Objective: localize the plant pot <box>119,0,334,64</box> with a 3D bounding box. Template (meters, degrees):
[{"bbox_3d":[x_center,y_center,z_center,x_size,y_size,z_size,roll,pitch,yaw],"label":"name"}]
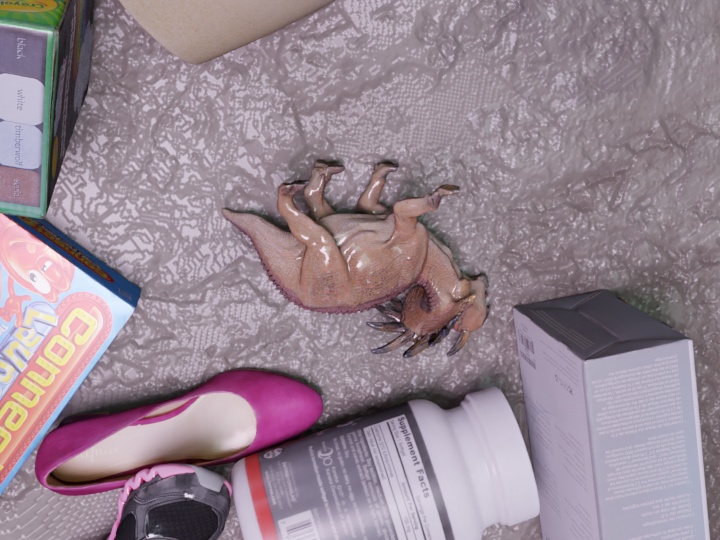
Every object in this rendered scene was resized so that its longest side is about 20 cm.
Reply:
[{"bbox_3d":[-0.061,-0.228,0.687,0.199,0.188,0.188,-39,103,14],"label":"plant pot"}]

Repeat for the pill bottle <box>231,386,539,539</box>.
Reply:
[{"bbox_3d":[0.018,0.159,0.791,0.197,0.116,0.117,-18,103,-4],"label":"pill bottle"}]

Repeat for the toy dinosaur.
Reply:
[{"bbox_3d":[0.000,0.000,0.778,0.197,0.086,0.138,1,108,-2],"label":"toy dinosaur"}]

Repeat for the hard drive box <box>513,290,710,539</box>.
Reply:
[{"bbox_3d":[0.173,0.131,0.786,0.076,0.156,0.203,-10,103,-7],"label":"hard drive box"}]

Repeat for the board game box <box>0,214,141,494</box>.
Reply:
[{"bbox_3d":[-0.284,0.041,0.758,0.195,0.056,0.201,36,94,-12],"label":"board game box"}]

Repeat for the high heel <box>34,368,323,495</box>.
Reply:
[{"bbox_3d":[-0.121,0.115,0.773,0.197,0.096,0.068,-2,101,-7],"label":"high heel"}]

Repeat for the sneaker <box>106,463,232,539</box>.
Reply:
[{"bbox_3d":[-0.149,0.212,0.757,0.078,0.096,0.200,26,122,-26],"label":"sneaker"}]

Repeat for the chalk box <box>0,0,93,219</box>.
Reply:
[{"bbox_3d":[-0.229,-0.117,0.647,0.122,0.201,0.126,9,125,-9],"label":"chalk box"}]
